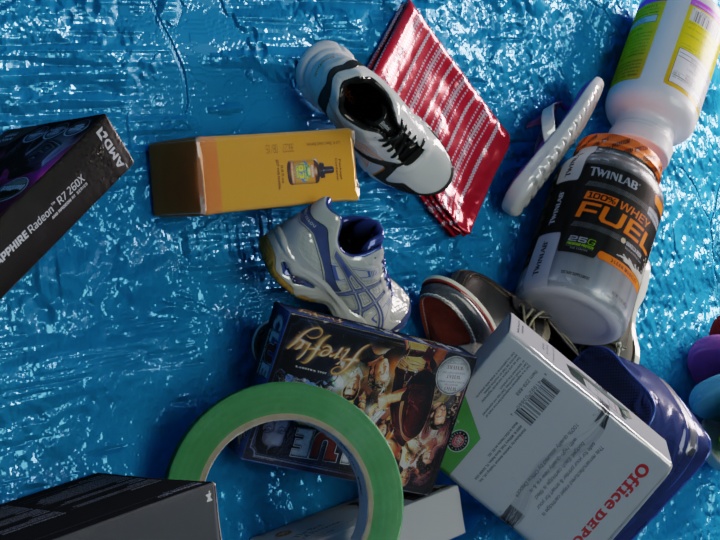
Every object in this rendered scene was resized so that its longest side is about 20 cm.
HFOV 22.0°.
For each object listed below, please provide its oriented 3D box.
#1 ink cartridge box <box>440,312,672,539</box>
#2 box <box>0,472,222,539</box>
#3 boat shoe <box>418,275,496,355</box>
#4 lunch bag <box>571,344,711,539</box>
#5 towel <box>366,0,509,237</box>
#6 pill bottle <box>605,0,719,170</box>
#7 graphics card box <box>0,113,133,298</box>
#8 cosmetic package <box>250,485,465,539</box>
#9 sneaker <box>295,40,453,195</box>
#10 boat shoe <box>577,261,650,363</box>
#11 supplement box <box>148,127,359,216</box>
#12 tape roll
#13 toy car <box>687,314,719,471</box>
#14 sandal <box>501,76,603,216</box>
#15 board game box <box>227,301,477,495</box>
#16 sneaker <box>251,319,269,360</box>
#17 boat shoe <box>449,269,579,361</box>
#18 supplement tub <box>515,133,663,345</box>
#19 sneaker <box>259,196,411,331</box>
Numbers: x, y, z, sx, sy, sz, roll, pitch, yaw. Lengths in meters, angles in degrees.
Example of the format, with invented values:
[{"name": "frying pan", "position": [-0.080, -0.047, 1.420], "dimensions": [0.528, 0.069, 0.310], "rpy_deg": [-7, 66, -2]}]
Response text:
[{"name": "ink cartridge box", "position": [0.170, 0.163, 1.735], "dimensions": [0.200, 0.146, 0.084], "rpy_deg": [40, 12, -3]}, {"name": "box", "position": [-0.220, 0.213, 1.380], "dimensions": [0.199, 0.140, 0.080], "rpy_deg": [-14, 97, -47]}, {"name": "boat shoe", "position": [0.102, 0.097, 1.804], "dimensions": [0.063, 0.071, 0.201], "rpy_deg": [-47, 125, -36]}, {"name": "lunch bag", "position": [0.244, 0.193, 1.868], "dimensions": [0.200, 0.136, 0.132], "rpy_deg": [-48, 132, 13]}, {"name": "towel", "position": [0.073, -0.146, 1.823], "dimensions": [0.200, 0.022, 0.145], "rpy_deg": [50, 52, -33]}, {"name": "pill bottle", "position": [0.333, -0.208, 2.056], "dimensions": [0.104, 0.104, 0.201], "rpy_deg": [44, 57, -36]}, {"name": "graphics card box", "position": [-0.270, -0.034, 1.355], "dimensions": [0.200, 0.125, 0.051], "rpy_deg": [-49, 121, -37]}, {"name": "cosmetic package", "position": [0.000, 0.237, 1.667], "dimensions": [0.199, 0.082, 0.051], "rpy_deg": [-14, 94, -48]}, {"name": "sneaker", "position": [0.020, -0.126, 1.707], "dimensions": [0.074, 0.080, 0.200], "rpy_deg": [-50, 125, 1]}, {"name": "boat shoe", "position": [0.260, 0.056, 1.981], "dimensions": [0.060, 0.072, 0.203], "rpy_deg": [38, 54, -37]}, {"name": "supplement box", "position": [-0.089, -0.085, 1.606], "dimensions": [0.199, 0.068, 0.067], "rpy_deg": [-7, 93, -46]}, {"name": "tape roll", "position": [-0.065, 0.193, 1.540], "dimensions": [0.199, 0.048, 0.202], "rpy_deg": [1, 85, -9]}, {"name": "toy car", "position": [0.450, 0.123, 2.142], "dimensions": [0.150, 0.175, 0.200], "rpy_deg": [41, 51, 4]}, {"name": "sandal", "position": [0.195, -0.142, 1.934], "dimensions": [0.050, 0.083, 0.203], "rpy_deg": [32, 55, 8]}, {"name": "board game box", "position": [-0.005, 0.115, 1.633], "dimensions": [0.199, 0.035, 0.136], "rpy_deg": [14, 99, -30]}, {"name": "sneaker", "position": [-0.020, 0.091, 1.680], "dimensions": [0.199, 0.072, 0.072], "rpy_deg": [24, 98, -32]}, {"name": "boat shoe", "position": [0.161, 0.057, 1.865], "dimensions": [0.200, 0.073, 0.075], "rpy_deg": [37, 61, -40]}, {"name": "supplement tub", "position": [0.243, -0.035, 1.929], "dimensions": [0.122, 0.122, 0.201], "rpy_deg": [42, 58, -38]}, {"name": "sneaker", "position": [0.000, 0.000, 1.660], "dimensions": [0.200, 0.088, 0.076], "rpy_deg": [29, 28, -51]}]
